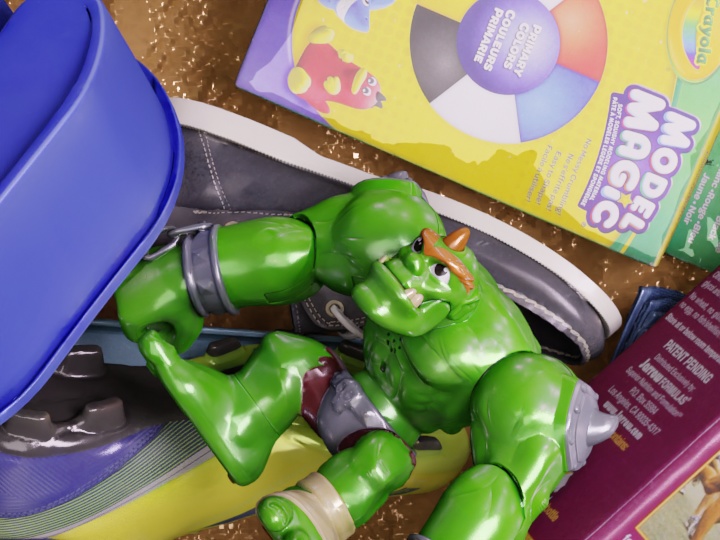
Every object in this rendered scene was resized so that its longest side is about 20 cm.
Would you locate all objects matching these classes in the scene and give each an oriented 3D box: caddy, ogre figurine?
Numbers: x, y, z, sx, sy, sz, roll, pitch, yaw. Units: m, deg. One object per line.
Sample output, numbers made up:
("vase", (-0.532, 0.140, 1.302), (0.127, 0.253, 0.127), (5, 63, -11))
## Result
("caddy", (-0.153, -0.021, 1.079), (0.141, 0.105, 0.200), (23, 63, 29))
("ogre figurine", (0.003, 0.040, 1.049), (0.120, 0.200, 0.098), (-36, 126, -5))

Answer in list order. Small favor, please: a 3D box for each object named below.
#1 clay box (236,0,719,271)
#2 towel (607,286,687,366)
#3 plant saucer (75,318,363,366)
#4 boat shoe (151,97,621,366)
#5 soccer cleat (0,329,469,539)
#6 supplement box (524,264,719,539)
("clay box", (0.067, -0.084, 1.127), (0.199, 0.048, 0.115), (23, 99, 6))
("towel", (0.118, 0.114, 1.143), (0.111, 0.049, 0.201), (20, 99, -14))
("plant saucer", (-0.094, 0.052, 1.153), (0.199, 0.019, 0.070), (5, 97, -15))
("boat shoe", (0.000, 0.000, 1.135), (0.199, 0.072, 0.068), (20, 71, 12))
("soccer cleat", (-0.058, 0.071, 1.135), (0.199, 0.065, 0.084), (1, 128, -20))
("supplement box", (0.152, 0.076, 1.059), (0.200, 0.103, 0.131), (-41, 110, 0))
